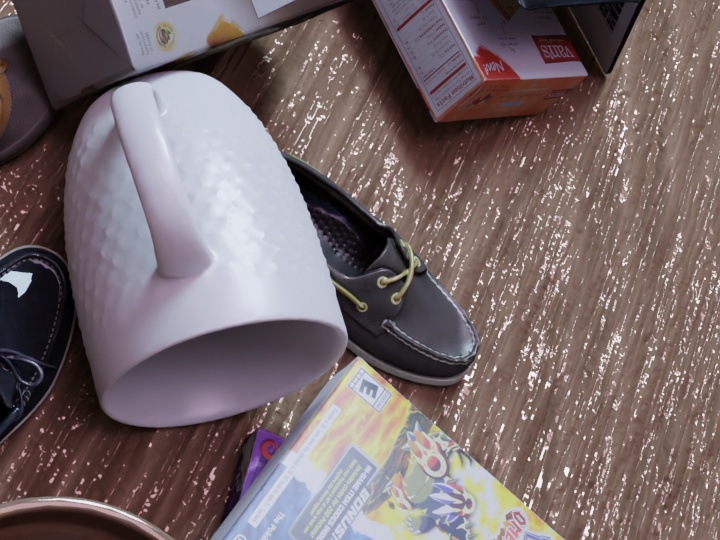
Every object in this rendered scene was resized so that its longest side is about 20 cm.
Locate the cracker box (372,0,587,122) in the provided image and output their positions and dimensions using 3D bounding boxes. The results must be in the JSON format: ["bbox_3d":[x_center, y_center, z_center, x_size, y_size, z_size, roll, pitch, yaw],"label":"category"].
[{"bbox_3d":[0.067,-0.208,1.165,0.133,0.058,0.201,-11,70,-50],"label":"cracker box"}]

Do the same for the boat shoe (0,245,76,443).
[{"bbox_3d":[-0.213,0.060,0.892,0.074,0.062,0.201,34,52,-6],"label":"boat shoe"}]

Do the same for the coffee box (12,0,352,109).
[{"bbox_3d":[-0.098,-0.175,0.997,0.199,0.114,0.080,-26,99,-35],"label":"coffee box"}]

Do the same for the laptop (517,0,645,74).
[{"bbox_3d":[0.112,-0.243,1.174,0.115,0.200,0.189,-23,75,-10],"label":"laptop"}]

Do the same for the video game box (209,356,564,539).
[{"bbox_3d":[0.009,0.180,0.924,0.182,0.047,0.200,42,53,-6],"label":"video game box"}]

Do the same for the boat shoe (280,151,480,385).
[{"bbox_3d":[0.000,0.000,1.037,0.200,0.061,0.072,36,54,-7],"label":"boat shoe"}]

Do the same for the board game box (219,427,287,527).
[{"bbox_3d":[0.007,0.187,0.964,0.199,0.032,0.121,26,60,-15],"label":"board game box"}]

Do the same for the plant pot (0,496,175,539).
[{"bbox_3d":[-0.161,0.223,0.808,0.199,0.093,0.203,8,67,-18],"label":"plant pot"}]

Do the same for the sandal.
[{"bbox_3d":[-0.249,-0.094,0.956,0.200,0.055,0.082,-37,85,-37],"label":"sandal"}]

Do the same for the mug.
[{"bbox_3d":[-0.102,-0.028,0.915,0.146,0.200,0.177,-17,68,-1],"label":"mug"}]
